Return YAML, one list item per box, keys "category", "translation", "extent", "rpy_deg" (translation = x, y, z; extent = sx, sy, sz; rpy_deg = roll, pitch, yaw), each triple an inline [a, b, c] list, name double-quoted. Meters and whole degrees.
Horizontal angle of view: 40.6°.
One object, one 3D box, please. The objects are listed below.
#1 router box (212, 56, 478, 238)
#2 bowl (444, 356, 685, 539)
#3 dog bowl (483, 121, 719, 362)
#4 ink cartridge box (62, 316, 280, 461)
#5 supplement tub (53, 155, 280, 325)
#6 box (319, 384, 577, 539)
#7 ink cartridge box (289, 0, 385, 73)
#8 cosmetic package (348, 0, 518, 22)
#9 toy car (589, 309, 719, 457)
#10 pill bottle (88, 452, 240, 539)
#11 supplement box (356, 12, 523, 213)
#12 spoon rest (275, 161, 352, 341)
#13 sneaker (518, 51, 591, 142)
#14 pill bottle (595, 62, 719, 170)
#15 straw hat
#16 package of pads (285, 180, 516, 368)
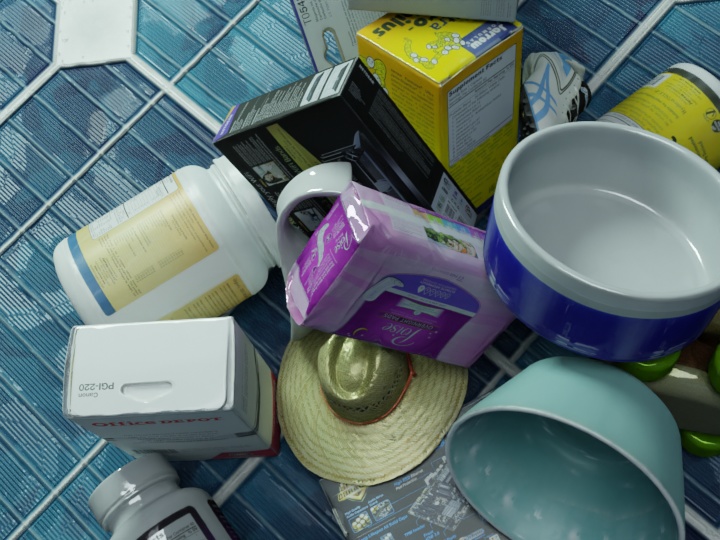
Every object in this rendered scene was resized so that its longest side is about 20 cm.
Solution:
- category: "router box"
  translation: [-0.011, -0.084, 0.889]
  extent: [0.157, 0.200, 0.052]
  rpy_deg: [-12, 43, 38]
- category: "bowl"
  translation: [0.181, 0.147, 0.801]
  extent: [0.200, 0.201, 0.105]
  rpy_deg: [26, 53, 15]
- category: "dog bowl"
  translation: [0.202, -0.027, 0.783]
  extent: [0.199, 0.079, 0.200]
  rpy_deg: [4, 48, -4]
- category: "ink cartridge box"
  translation: [-0.162, 0.114, 0.882]
  extent: [0.145, 0.200, 0.085]
  rpy_deg: [-4, 70, 5]
- category: "supplement tub"
  translation: [-0.181, -0.013, 0.960]
  extent: [0.200, 0.145, 0.145]
  rpy_deg: [-32, 70, -5]
- category: "box"
  translation: [0.084, 0.221, 0.895]
  extent: [0.200, 0.046, 0.159]
  rpy_deg: [-28, 69, -3]
- category: "ink cartridge box"
  translation: [0.040, -0.252, 1.022]
  extent: [0.199, 0.043, 0.197]
  rpy_deg: [-20, 104, -1]
- category: "cosmetic package"
  translation: [0.079, -0.309, 0.901]
  extent: [0.150, 0.052, 0.200]
  rpy_deg: [9, 48, 8]
- category: "toy car"
  translation: [0.297, 0.041, 0.881]
  extent: [0.157, 0.164, 0.200]
  rpy_deg: [12, 63, 11]
- category: "pill bottle"
  translation: [-0.159, 0.268, 0.874]
  extent: [0.111, 0.111, 0.200]
  rpy_deg: [-37, 70, -7]
- category: "supplement box"
  translation: [0.077, -0.149, 0.929]
  extent: [0.109, 0.200, 0.109]
  rpy_deg: [-38, 56, -23]
- category: "spoon rest"
  translation: [-0.052, -0.017, 0.884]
  extent: [0.060, 0.200, 0.100]
  rpy_deg: [7, 47, -8]
- category: "sneaker"
  translation: [0.193, -0.164, 0.968]
  extent: [0.072, 0.072, 0.200]
  rpy_deg: [1, 36, 12]
- category: "pill bottle"
  translation: [0.266, -0.105, 0.956]
  extent: [0.200, 0.111, 0.111]
  rpy_deg: [-36, 70, -6]
- category: "straw hat"
  translation: [0.001, 0.088, 0.897]
  extent: [0.200, 0.085, 0.202]
  rpy_deg: [-6, 61, 10]
- category: "package of pads"
  translation: [0.047, 0.011, 0.836]
  extent: [0.121, 0.200, 0.076]
  rpy_deg: [-53, 37, 29]
